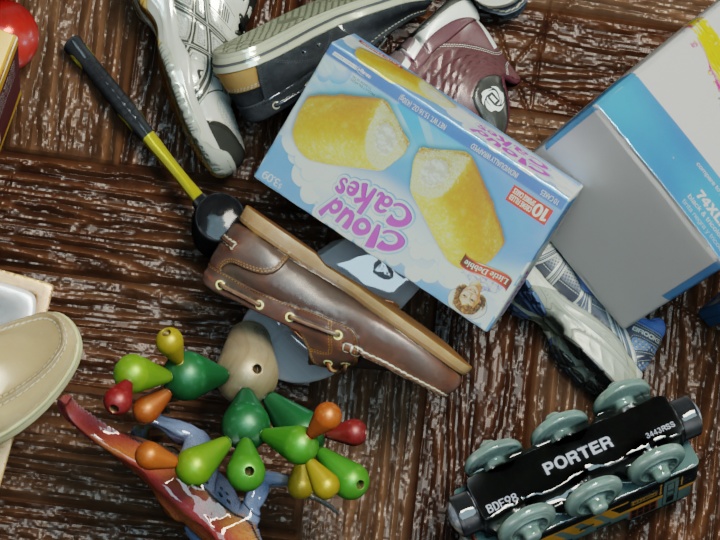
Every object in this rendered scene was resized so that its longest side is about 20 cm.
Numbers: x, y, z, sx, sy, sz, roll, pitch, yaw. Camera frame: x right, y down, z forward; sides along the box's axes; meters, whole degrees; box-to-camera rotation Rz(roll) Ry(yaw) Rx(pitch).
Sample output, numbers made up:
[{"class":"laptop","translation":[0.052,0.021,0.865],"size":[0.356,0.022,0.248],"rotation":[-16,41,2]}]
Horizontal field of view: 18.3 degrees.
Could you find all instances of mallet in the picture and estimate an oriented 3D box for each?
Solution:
[{"class":"mallet","translation":[-0.152,-0.090,1.652],"size":[0.041,0.066,0.200],"rotation":[-37,76,-12]}]

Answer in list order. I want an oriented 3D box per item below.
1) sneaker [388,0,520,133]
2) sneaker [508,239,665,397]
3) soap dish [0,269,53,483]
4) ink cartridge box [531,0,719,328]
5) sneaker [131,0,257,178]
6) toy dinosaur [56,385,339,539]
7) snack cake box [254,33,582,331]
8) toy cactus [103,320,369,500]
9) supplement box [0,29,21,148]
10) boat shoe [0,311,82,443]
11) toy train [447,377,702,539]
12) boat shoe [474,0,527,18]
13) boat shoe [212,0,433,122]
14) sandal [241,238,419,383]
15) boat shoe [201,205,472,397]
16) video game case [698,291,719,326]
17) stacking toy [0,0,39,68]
[{"class":"sneaker","translation":[0.042,-0.102,1.660],"size":[0.200,0.076,0.116],"rotation":[-44,94,-11]},{"class":"sneaker","translation":[0.150,0.003,1.673],"size":[0.085,0.077,0.200],"rotation":[-45,99,-20]},{"class":"soap dish","translation":[-0.333,0.062,1.581],"size":[0.199,0.081,0.158],"rotation":[15,82,-6]},{"class":"ink cartridge box","translation":[0.241,-0.089,1.622],"size":[0.200,0.147,0.146],"rotation":[-39,90,-30]},{"class":"sneaker","translation":[-0.111,-0.171,1.643],"size":[0.087,0.076,0.201],"rotation":[-19,87,-10]},{"class":"toy dinosaur","translation":[-0.113,0.178,1.571],"size":[0.199,0.105,0.182],"rotation":[-2,50,-42]},{"class":"snack cake box","translation":[0.041,-0.062,1.564],"size":[0.199,0.067,0.115],"rotation":[33,107,6]},{"class":"toy cactus","translation":[-0.080,0.086,1.547],"size":[0.199,0.165,0.103],"rotation":[17,121,-12]},{"class":"supplement box","translation":[-0.348,-0.115,1.537],"size":[0.196,0.200,0.134],"rotation":[20,81,-6]},{"class":"boat shoe","translation":[-0.279,0.085,1.503],"size":[0.199,0.065,0.072],"rotation":[-30,60,-8]},{"class":"toy train","translation":[0.157,0.154,1.629],"size":[0.199,0.114,0.085],"rotation":[-24,60,-8]},{"class":"boat shoe","translation":[0.085,-0.286,1.690],"size":[0.075,0.062,0.201],"rotation":[-23,79,6]},{"class":"boat shoe","translation":[-0.023,-0.164,1.643],"size":[0.199,0.074,0.063],"rotation":[-29,110,-35]},{"class":"sandal","translation":[0.006,0.006,1.646],"size":[0.206,0.059,0.079],"rotation":[-39,91,4]},{"class":"boat shoe","translation":[-0.018,0.036,1.583],"size":[0.199,0.070,0.071],"rotation":[33,90,5]},{"class":"video game case","translation":[0.331,-0.017,1.629],"size":[0.143,0.200,0.018],"rotation":[-40,91,-10]},{"class":"stacking toy","translation":[-0.294,-0.237,1.627],"size":[0.085,0.085,0.201],"rotation":[-23,94,-10]}]
